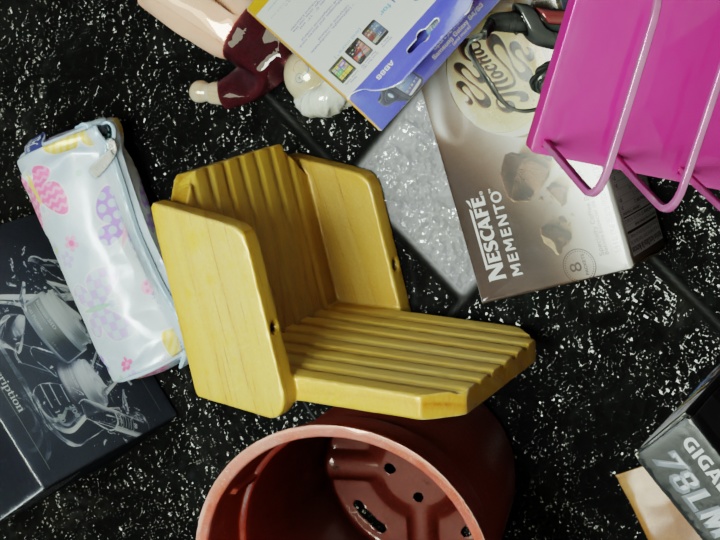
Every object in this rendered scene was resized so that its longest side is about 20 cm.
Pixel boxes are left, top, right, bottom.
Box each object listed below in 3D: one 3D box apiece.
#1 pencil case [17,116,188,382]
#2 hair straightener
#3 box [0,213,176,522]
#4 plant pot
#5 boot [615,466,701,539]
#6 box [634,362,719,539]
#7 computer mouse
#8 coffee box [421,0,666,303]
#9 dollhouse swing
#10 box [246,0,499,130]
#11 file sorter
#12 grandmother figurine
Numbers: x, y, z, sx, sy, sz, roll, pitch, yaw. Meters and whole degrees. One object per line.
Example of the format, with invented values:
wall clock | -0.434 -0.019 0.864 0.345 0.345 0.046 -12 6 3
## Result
pencil case | -0.185 -0.016 1.288 0.090 0.083 0.201 -20 93 30
hair straightener | 0.159 -0.124 1.041 0.198 0.041 0.078 2 89 -17
box | -0.271 0.076 1.298 0.104 0.182 0.201 -34 86 28
plant pot | 0.015 0.169 1.156 0.199 0.195 0.202 4 106 16
boot | 0.214 0.227 1.130 0.188 0.068 0.201 -29 76 28
box | 0.272 0.146 1.028 0.050 0.198 0.200 -43 81 30
computer mouse | -0.044 0.084 1.275 0.058 0.034 0.201 -27 95 15
coffee box | 0.115 -0.091 1.117 0.112 0.080 0.202 -13 96 29
dollhouse swing | 0.000 0.000 1.129 0.175 0.200 0.183 -9 98 29
box | 0.011 -0.170 1.089 0.119 0.041 0.200 -47 39 4
file sorter | 0.222 -0.099 0.981 0.198 0.126 0.140 10 111 -14
grandmother figurine | -0.085 -0.170 1.213 0.199 0.060 0.122 34 111 17
